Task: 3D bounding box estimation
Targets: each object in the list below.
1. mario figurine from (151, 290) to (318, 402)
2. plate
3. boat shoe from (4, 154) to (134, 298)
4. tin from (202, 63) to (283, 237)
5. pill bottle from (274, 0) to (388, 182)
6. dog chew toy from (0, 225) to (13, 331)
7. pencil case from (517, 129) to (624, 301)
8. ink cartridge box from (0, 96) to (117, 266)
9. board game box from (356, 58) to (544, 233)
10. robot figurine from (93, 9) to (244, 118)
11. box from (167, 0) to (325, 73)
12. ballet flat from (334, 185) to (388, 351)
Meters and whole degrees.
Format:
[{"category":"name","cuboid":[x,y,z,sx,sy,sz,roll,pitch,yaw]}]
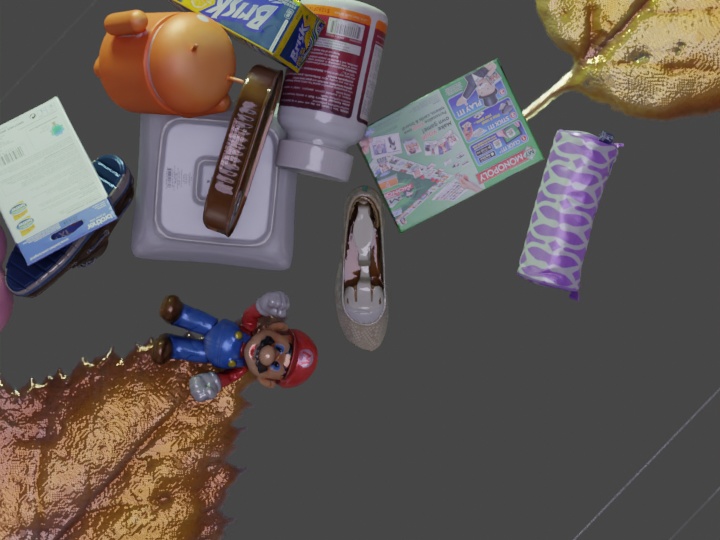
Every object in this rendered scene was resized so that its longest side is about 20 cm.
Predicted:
[{"category":"mario figurine","cuboid":[-0.147,0.088,1.739,0.197,0.107,0.125,11,128,3]},{"category":"plate","cuboid":[-0.173,-0.107,1.762,0.197,0.032,0.203,5,95,-4]},{"category":"boat shoe","cuboid":[-0.332,-0.039,1.721,0.072,0.073,0.200,34,76,30]},{"category":"tin","cuboid":[-0.136,-0.140,1.692,0.041,0.112,0.203,18,92,5]},{"category":"pill bottle","cuboid":[-0.038,-0.212,1.718,0.108,0.110,0.203,12,90,-4]},{"category":"dog chew toy","cuboid":[-0.467,-0.017,1.712,0.122,0.125,0.203,1,86,-3]},{"category":"pencil case","cuboid":[0.252,-0.073,1.768,0.085,0.084,0.203,15,95,-28]},{"category":"ink cartridge box","cuboid":[-0.363,-0.098,1.689,0.118,0.042,0.201,-27,58,-8]},{"category":"board game box","cuboid":[0.106,-0.151,1.776,0.198,0.029,0.136,-27,96,-1]},{"category":"robot figurine","cuboid":[-0.219,-0.235,1.670,0.116,0.198,0.146,-26,113,-39]},{"category":"box","cuboid":[-0.140,-0.304,1.684,0.199,0.064,0.071,32,93,28]},{"category":"ballet flat","cuboid":[0.000,0.000,1.765,0.066,0.062,0.203,-3,95,1]}]
